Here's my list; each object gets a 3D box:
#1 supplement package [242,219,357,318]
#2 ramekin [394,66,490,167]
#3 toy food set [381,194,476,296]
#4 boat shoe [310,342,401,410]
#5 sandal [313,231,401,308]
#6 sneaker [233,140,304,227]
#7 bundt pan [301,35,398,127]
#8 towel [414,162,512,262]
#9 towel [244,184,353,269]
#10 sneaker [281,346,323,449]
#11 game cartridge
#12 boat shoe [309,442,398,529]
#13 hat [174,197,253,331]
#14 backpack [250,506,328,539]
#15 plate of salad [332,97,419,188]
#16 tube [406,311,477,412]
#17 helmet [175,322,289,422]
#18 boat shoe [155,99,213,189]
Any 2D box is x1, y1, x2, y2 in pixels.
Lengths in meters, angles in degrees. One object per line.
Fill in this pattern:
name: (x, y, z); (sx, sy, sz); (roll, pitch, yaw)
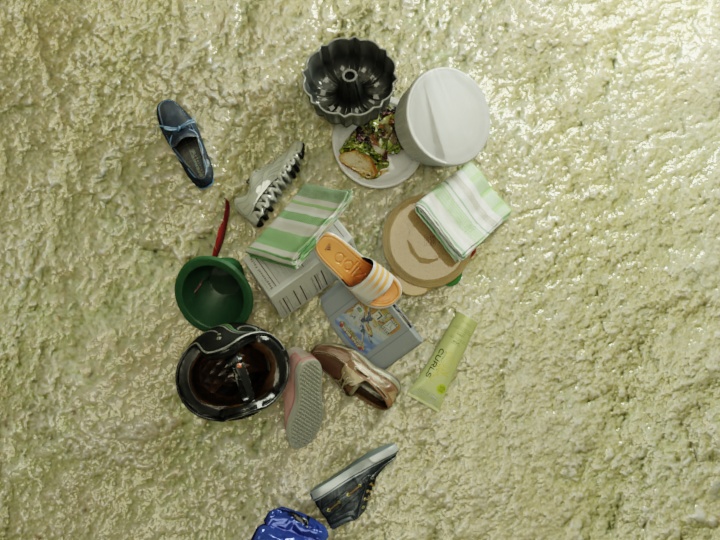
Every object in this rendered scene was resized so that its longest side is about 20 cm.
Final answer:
supplement package: (-0.116, -0.021, 1.708); (0.199, 0.110, 0.114); (-36, 64, -7)
ramekin: (0.160, -0.308, 1.763); (0.199, 0.094, 0.206); (2, 86, -26)
toy food set: (0.141, -0.058, 1.778); (0.195, 0.049, 0.203); (-18, 84, -7)
boat shoe: (-0.013, 0.212, 1.708); (0.198, 0.076, 0.072); (26, 41, 0)
sandal: (-0.005, 0.007, 1.632); (0.206, 0.059, 0.080); (37, 89, -17)
sneaker: (-0.185, -0.191, 1.761); (0.080, 0.075, 0.201); (32, 81, 9)
bundt pan: (-0.022, -0.379, 1.773); (0.198, 0.076, 0.205); (-1, 64, 1)
towel: (0.215, -0.126, 1.760); (0.199, 0.031, 0.150); (-39, 90, -34)
towel: (-0.117, -0.090, 1.650); (0.201, 0.151, 0.024); (-52, 132, -25)
sneaker: (-0.126, 0.247, 1.715); (0.074, 0.104, 0.203); (-6, 113, -30)
game cartridge: (0.016, 0.102, 1.721); (0.133, 0.042, 0.201); (-38, 97, 15)
boat shoe: (0.004, 0.426, 1.701); (0.199, 0.071, 0.092); (-31, 87, -1)
hat: (-0.269, 0.003, 1.755); (0.164, 0.177, 0.202); (27, 119, -2)
backpack: (-0.118, 0.554, 1.626); (0.198, 0.163, 0.170); (25, 78, 0)
plate of salad: (0.039, -0.274, 1.797); (0.196, 0.048, 0.204); (1, 82, -4)
tube: (0.174, 0.183, 1.753); (0.058, 0.052, 0.202); (26, 85, 40)
helmet: (-0.249, 0.194, 1.646); (0.198, 0.189, 0.204); (7, 79, -41)
boat shoe: (-0.352, -0.268, 1.754); (0.084, 0.069, 0.201); (-34, 87, -8)
